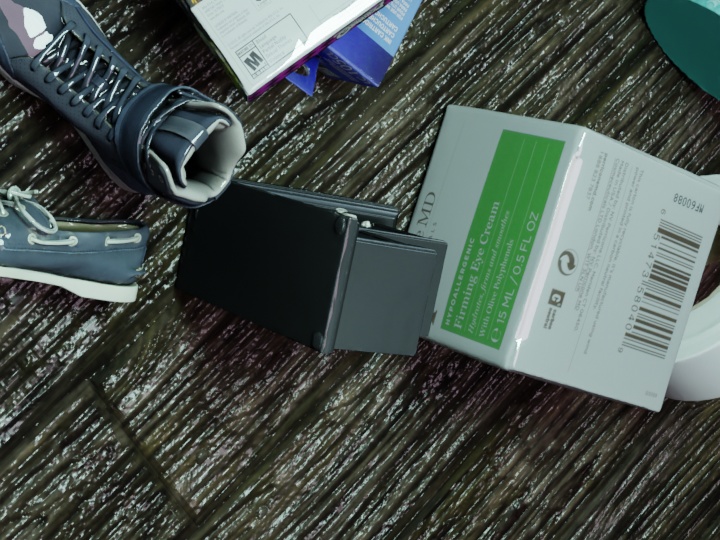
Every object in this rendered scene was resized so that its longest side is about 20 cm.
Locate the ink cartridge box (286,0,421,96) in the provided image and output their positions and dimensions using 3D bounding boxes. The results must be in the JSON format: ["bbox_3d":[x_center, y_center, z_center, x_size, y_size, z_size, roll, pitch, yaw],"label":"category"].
[{"bbox_3d":[-0.019,-0.232,1.092,0.136,0.076,0.202,32,83,-38],"label":"ink cartridge box"}]

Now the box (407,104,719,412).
[{"bbox_3d":[0.162,-0.011,1.224,0.199,0.171,0.201,18,91,-38],"label":"box"}]

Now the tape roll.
[{"bbox_3d":[0.309,0.014,1.325,0.071,0.202,0.204,42,76,-36],"label":"tape roll"}]

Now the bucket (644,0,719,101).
[{"bbox_3d":[0.362,-0.238,1.308,0.135,0.207,0.207,-50,126,-6],"label":"bucket"}]

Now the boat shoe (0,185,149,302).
[{"bbox_3d":[-0.226,-0.023,0.983,0.198,0.075,0.063,13,95,-40],"label":"boat shoe"}]

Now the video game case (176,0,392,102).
[{"bbox_3d":[-0.050,-0.246,1.004,0.199,0.036,0.182,-37,90,-8],"label":"video game case"}]

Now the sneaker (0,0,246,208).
[{"bbox_3d":[-0.161,-0.120,0.965,0.077,0.146,0.202,-52,125,-13],"label":"sneaker"}]

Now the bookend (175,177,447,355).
[{"bbox_3d":[0.000,0.000,1.084,0.197,0.199,0.093,8,97,-38],"label":"bookend"}]
